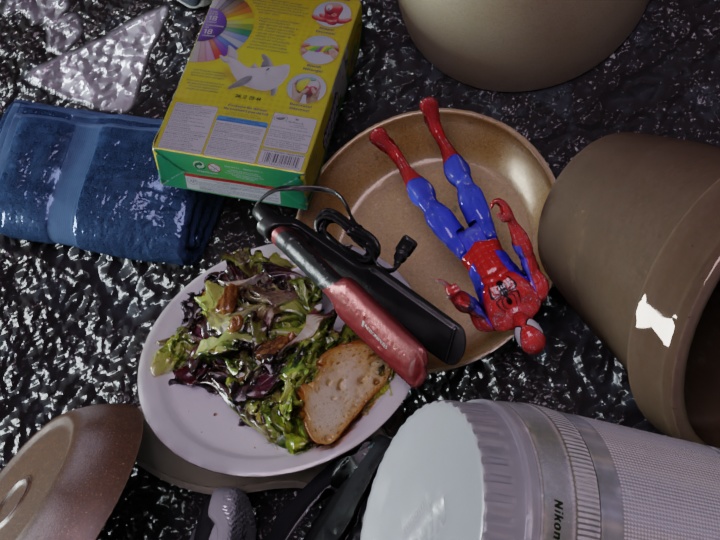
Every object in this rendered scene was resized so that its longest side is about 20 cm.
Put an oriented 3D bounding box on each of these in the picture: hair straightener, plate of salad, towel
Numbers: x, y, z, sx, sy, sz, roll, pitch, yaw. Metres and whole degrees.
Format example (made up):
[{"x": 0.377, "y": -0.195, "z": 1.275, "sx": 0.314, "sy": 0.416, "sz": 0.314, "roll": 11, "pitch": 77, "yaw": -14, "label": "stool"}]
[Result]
[{"x": 0.000, "y": 0.000, "z": 1.015, "sx": 0.077, "sy": 0.041, "sz": 0.200, "roll": -24, "pitch": 47, "yaw": -35, "label": "hair straightener"}, {"x": -0.056, "y": 0.048, "z": 1.013, "sx": 0.198, "sy": 0.048, "sz": 0.201, "roll": -8, "pitch": 48, "yaw": 9, "label": "plate of salad"}, {"x": -0.202, "y": -0.069, "z": 1.171, "sx": 0.198, "sy": 0.049, "sz": 0.112, "roll": 10, "pitch": 72, "yaw": 21, "label": "towel"}]

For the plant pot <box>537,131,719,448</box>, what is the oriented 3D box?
[{"x": 0.209, "y": -0.005, "z": 0.955, "sx": 0.200, "sy": 0.200, "sz": 0.174, "roll": -47, "pitch": 44, "yaw": -5, "label": "plant pot"}]

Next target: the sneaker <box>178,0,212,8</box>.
[{"x": -0.096, "y": -0.311, "z": 1.193, "sx": 0.199, "sy": 0.130, "sz": 0.080, "roll": -37, "pitch": 63, "yaw": 0, "label": "sneaker"}]

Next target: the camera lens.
[{"x": 0.117, "y": 0.161, "z": 0.828, "sx": 0.199, "sy": 0.160, "sz": 0.161, "roll": 15, "pitch": 67, "yaw": -22, "label": "camera lens"}]

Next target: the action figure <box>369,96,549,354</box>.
[{"x": 0.066, "y": -0.034, "z": 1.008, "sx": 0.065, "sy": 0.099, "sz": 0.201, "roll": -31, "pitch": 66, "yaw": 4, "label": "action figure"}]

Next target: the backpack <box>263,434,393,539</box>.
[{"x": 0.005, "y": 0.207, "z": 0.937, "sx": 0.126, "sy": 0.167, "sz": 0.201, "roll": 30, "pitch": 74, "yaw": -17, "label": "backpack"}]

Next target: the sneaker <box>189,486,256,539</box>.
[{"x": -0.141, "y": 0.236, "z": 1.009, "sx": 0.113, "sy": 0.076, "sz": 0.202, "roll": 7, "pitch": 73, "yaw": 17, "label": "sneaker"}]

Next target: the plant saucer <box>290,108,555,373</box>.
[{"x": 0.049, "y": -0.018, "z": 1.078, "sx": 0.198, "sy": 0.035, "sz": 0.202, "roll": -6, "pitch": 67, "yaw": 15, "label": "plant saucer"}]

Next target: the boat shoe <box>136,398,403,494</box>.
[{"x": -0.068, "y": 0.111, "z": 1.048, "sx": 0.198, "sy": 0.072, "sz": 0.060, "roll": -1, "pitch": 24, "yaw": 21, "label": "boat shoe"}]

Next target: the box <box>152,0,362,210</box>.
[{"x": -0.070, "y": -0.143, "z": 1.131, "sx": 0.116, "sy": 0.049, "sz": 0.201, "roll": 10, "pitch": 57, "yaw": 9, "label": "box"}]

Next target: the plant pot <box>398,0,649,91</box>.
[{"x": 0.108, "y": -0.251, "z": 1.102, "sx": 0.199, "sy": 0.135, "sz": 0.202, "roll": -7, "pitch": 66, "yaw": 15, "label": "plant pot"}]

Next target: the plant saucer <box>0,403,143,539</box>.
[{"x": -0.222, "y": 0.164, "z": 1.016, "sx": 0.200, "sy": 0.037, "sz": 0.201, "roll": -43, "pitch": 21, "yaw": 20, "label": "plant saucer"}]
